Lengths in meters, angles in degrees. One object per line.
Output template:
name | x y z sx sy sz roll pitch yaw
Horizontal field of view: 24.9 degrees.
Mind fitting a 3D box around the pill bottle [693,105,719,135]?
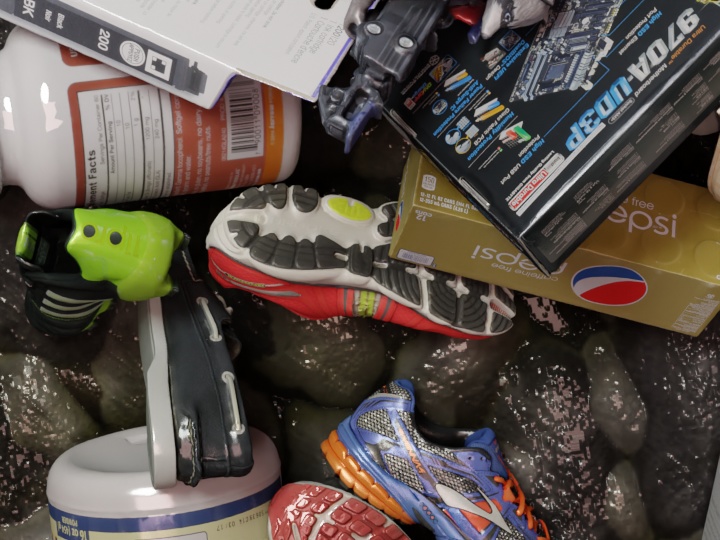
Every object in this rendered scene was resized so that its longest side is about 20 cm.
pill bottle | 0.217 -0.148 0.939 0.198 0.114 0.115 -26 96 8

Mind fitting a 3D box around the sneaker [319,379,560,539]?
sneaker | 0.073 0.141 1.017 0.199 0.075 0.079 33 96 -3

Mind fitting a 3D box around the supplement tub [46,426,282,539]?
supplement tub | -0.112 0.206 1.003 0.143 0.145 0.202 -4 98 5

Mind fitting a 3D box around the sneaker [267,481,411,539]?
sneaker | 0.011 0.197 1.000 0.078 0.082 0.200 -46 117 -5

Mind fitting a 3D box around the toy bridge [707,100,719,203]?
toy bridge | 0.229 -0.060 0.917 0.067 0.200 0.027 -48 67 8

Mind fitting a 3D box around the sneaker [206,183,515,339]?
sneaker | 0.000 0.000 1.006 0.198 0.085 0.078 17 60 -15

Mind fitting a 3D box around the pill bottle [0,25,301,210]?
pill bottle | -0.141 -0.096 0.949 0.198 0.112 0.114 -8 99 -15

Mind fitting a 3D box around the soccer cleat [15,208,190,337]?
soccer cleat | -0.171 -0.005 0.961 0.080 0.199 0.068 18 72 -26

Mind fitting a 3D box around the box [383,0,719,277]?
box | 0.117 -0.120 0.877 0.200 0.046 0.159 -46 50 3

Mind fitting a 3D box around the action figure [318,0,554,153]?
action figure | 0.013 -0.169 0.835 0.192 0.105 0.201 25 60 -5

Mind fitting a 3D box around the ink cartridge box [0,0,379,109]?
ink cartridge box | -0.081 -0.178 0.923 0.198 0.199 0.044 24 138 6

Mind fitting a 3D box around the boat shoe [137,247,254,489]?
boat shoe | -0.100 0.049 0.969 0.060 0.201 0.076 -1 136 -10

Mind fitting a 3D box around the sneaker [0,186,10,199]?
sneaker | -0.301 -0.105 1.014 0.200 0.078 0.090 44 108 3

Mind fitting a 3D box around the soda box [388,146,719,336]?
soda box | 0.122 -0.026 0.965 0.198 0.064 0.068 15 59 -6

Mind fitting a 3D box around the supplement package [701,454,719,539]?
supplement package | 0.281 0.118 0.972 0.116 0.117 0.202 10 99 4
